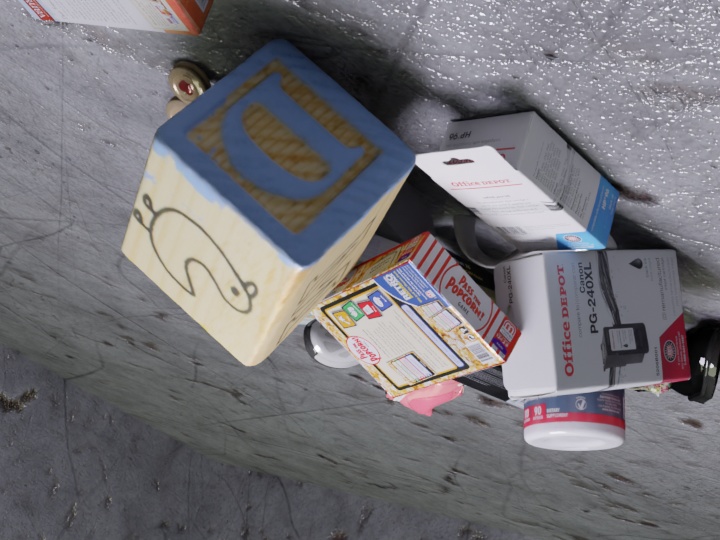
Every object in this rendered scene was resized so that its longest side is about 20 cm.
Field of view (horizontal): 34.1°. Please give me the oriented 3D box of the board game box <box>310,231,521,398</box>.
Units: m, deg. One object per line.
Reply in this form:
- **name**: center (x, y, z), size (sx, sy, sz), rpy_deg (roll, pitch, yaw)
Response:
- **board game box**: center (0.052, 0.053, 1.251), size (0.152, 0.046, 0.199), rpy_deg (46, 144, -15)

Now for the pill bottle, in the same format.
- **pill bottle**: center (0.252, 0.104, 1.390), size (0.117, 0.203, 0.120), rpy_deg (2, 163, 1)

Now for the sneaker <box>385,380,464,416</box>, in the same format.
- **sneaker**: center (0.121, 0.127, 1.602), size (0.086, 0.074, 0.200), rpy_deg (37, 126, -10)

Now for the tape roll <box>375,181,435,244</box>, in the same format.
- **tape roll**: center (-0.012, -0.048, 1.388), size (0.198, 0.067, 0.202), rpy_deg (19, 146, 13)

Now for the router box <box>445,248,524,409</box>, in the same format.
- **router box**: center (0.157, 0.075, 1.459), size (0.052, 0.159, 0.199), rpy_deg (-35, 141, 29)

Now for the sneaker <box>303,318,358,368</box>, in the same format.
- **sneaker**: center (0.031, 0.071, 1.487), size (0.198, 0.077, 0.115), rpy_deg (1, 159, -36)

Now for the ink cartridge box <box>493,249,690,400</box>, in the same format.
- **ink cartridge box**: center (0.249, 0.056, 1.256), size (0.197, 0.148, 0.083), rpy_deg (-2, 173, -32)

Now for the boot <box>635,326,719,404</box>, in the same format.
- **boot**: center (0.379, 0.113, 1.504), size (0.156, 0.080, 0.212), rpy_deg (16, 162, 12)

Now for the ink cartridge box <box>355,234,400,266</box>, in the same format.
- **ink cartridge box**: center (0.000, 0.000, 1.326), size (0.197, 0.045, 0.094), rpy_deg (20, 145, -2)

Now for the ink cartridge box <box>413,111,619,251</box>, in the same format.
- **ink cartridge box**: center (0.154, -0.095, 1.167), size (0.115, 0.069, 0.199), rpy_deg (-1, 153, 46)

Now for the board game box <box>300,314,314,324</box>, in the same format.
- **board game box**: center (0.002, 0.045, 1.569), size (0.196, 0.035, 0.135), rpy_deg (2, 166, -6)

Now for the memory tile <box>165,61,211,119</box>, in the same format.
- **memory tile**: center (-0.132, -0.135, 1.300), size (0.198, 0.017, 0.154), rpy_deg (29, 143, 7)

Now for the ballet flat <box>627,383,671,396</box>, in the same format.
- **ballet flat**: center (0.309, 0.115, 1.471), size (0.199, 0.075, 0.065), rpy_deg (16, 134, 54)

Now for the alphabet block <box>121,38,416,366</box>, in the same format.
- **alphabet block**: center (-0.093, -0.065, 1.152), size (0.195, 0.196, 0.201), rpy_deg (42, 144, 8)

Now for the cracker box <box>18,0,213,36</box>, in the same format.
- **cracker box**: center (-0.245, -0.282, 1.061), size (0.197, 0.058, 0.134), rpy_deg (10, 159, 23)

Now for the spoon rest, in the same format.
- **spoon rest**: center (0.192, -0.029, 1.309), size (0.198, 0.062, 0.099), rpy_deg (6, -177, 41)
